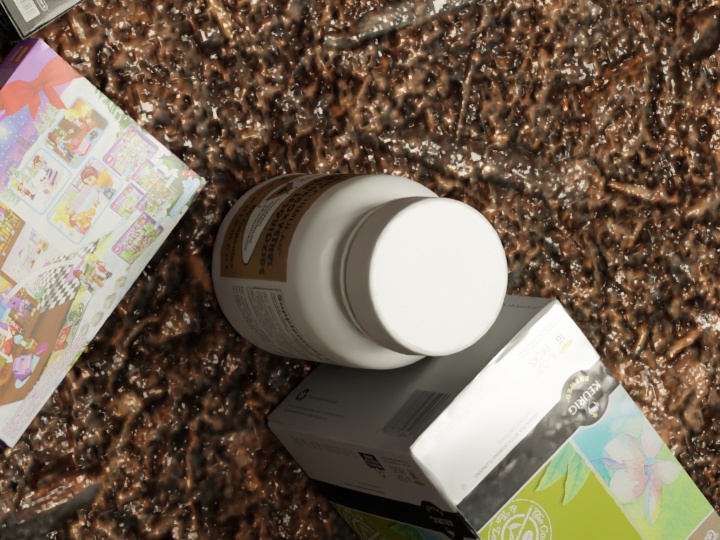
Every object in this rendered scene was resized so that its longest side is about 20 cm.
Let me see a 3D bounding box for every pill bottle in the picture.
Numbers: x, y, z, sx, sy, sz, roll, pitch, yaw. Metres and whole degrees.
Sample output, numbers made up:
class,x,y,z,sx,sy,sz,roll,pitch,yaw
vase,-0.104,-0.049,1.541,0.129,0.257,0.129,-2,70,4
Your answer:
class,x,y,z,sx,sy,sz,roll,pitch,yaw
pill bottle,0.000,0.000,1.602,0.114,0.200,0.115,-1,93,-26

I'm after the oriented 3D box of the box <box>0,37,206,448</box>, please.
class,x,y,z,sx,sy,sz,roll,pitch,yaw
box,-0.201,-0.017,1.593,0.137,0.039,0.200,42,75,-22

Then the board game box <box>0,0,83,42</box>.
class,x,y,z,sx,sy,sz,roll,pitch,yaw
board game box,-0.197,-0.253,1.589,0.135,0.028,0.200,-35,106,-21

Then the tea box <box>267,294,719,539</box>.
class,x,y,z,sx,sy,sz,roll,pitch,yaw
tea box,0.082,0.125,1.649,0.134,0.200,0.197,-45,109,-17
